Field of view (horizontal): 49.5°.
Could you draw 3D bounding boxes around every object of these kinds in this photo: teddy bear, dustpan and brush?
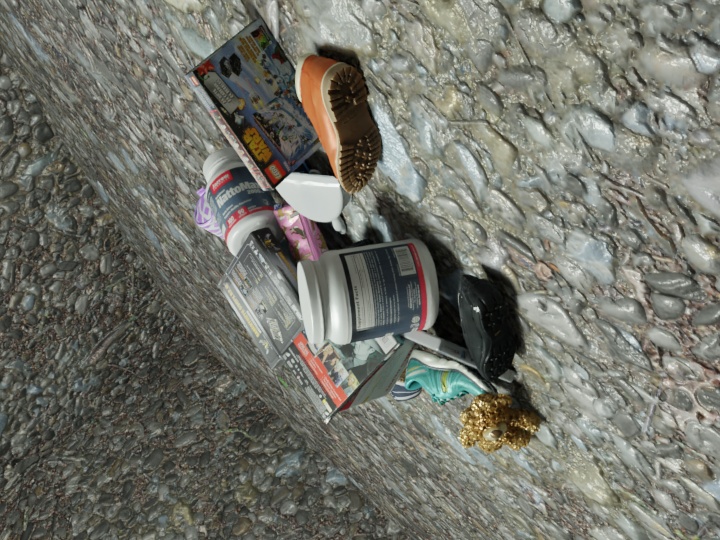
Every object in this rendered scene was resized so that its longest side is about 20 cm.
[{"bbox_3d":[0.235,0.276,1.338,0.141,0.068,0.201,4,151,5],"label":"teddy bear"},{"bbox_3d":[-0.063,-0.113,1.327,0.137,0.058,0.202,9,144,24],"label":"dustpan and brush"}]

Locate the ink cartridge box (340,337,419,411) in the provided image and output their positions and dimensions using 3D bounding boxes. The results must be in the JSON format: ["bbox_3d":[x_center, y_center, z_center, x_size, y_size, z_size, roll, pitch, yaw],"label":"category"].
[{"bbox_3d":[0.010,0.160,1.402,0.082,0.148,0.199,37,-163,23],"label":"ink cartridge box"}]

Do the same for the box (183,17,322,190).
[{"bbox_3d":[-0.143,-0.239,1.136,0.040,0.137,0.202,6,135,58],"label":"box"}]

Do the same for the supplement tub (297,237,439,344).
[{"bbox_3d":[0.010,0.033,1.188,0.140,0.195,0.144,171,90,-79],"label":"supplement tub"}]

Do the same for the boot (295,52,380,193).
[{"bbox_3d":[-0.034,-0.204,1.079,0.107,0.074,0.203,35,149,40],"label":"boot"}]

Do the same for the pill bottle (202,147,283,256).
[{"bbox_3d":[-0.231,-0.135,1.501,0.202,0.118,0.120,60,169,30],"label":"pill bottle"}]

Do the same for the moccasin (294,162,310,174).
[{"bbox_3d":[-0.161,-0.201,1.350,0.200,0.068,0.080,48,161,-5],"label":"moccasin"}]

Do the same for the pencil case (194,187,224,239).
[{"bbox_3d":[-0.257,-0.101,1.642,0.199,0.083,0.087,28,-136,-48],"label":"pencil case"}]

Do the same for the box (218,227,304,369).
[{"bbox_3d":[-0.163,0.052,1.417,0.201,0.048,0.159,54,131,17],"label":"box"}]

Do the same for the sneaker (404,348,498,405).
[{"bbox_3d":[0.159,0.203,1.387,0.198,0.081,0.077,12,165,46],"label":"sneaker"}]

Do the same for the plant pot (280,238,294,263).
[{"bbox_3d":[-0.095,0.043,1.535,0.132,0.202,0.202,5,140,31],"label":"plant pot"}]

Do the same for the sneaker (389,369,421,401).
[{"bbox_3d":[0.042,0.217,1.654,0.196,0.071,0.109,15,153,16],"label":"sneaker"}]

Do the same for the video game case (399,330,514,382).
[{"bbox_3d":[0.132,0.125,1.299,0.180,0.022,0.199,26,176,-34],"label":"video game case"}]

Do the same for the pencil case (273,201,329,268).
[{"bbox_3d":[-0.091,-0.034,1.414,0.081,0.086,0.204,-18,92,26],"label":"pencil case"}]

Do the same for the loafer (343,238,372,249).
[{"bbox_3d":[0.000,0.000,1.378,0.201,0.067,0.072,98,149,-73],"label":"loafer"}]

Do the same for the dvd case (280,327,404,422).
[{"bbox_3d":[-0.034,0.132,1.298,0.147,0.201,0.022,51,-155,22],"label":"dvd case"}]

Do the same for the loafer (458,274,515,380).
[{"bbox_3d":[0.184,0.085,1.153,0.071,0.067,0.203,49,164,43],"label":"loafer"}]
